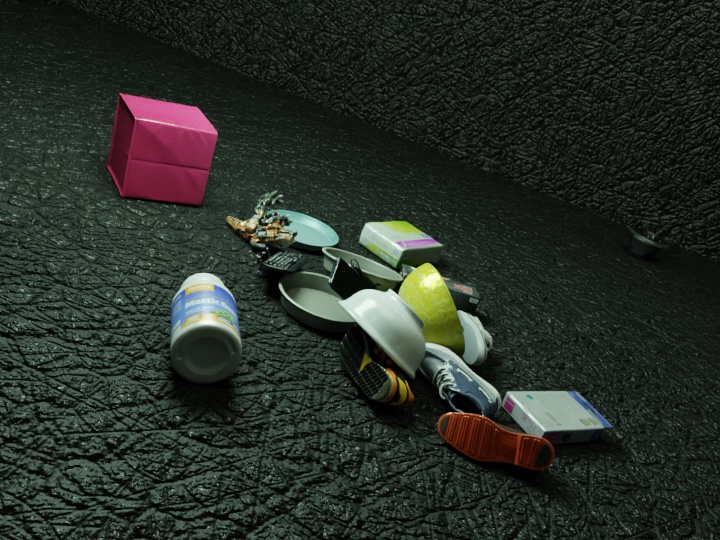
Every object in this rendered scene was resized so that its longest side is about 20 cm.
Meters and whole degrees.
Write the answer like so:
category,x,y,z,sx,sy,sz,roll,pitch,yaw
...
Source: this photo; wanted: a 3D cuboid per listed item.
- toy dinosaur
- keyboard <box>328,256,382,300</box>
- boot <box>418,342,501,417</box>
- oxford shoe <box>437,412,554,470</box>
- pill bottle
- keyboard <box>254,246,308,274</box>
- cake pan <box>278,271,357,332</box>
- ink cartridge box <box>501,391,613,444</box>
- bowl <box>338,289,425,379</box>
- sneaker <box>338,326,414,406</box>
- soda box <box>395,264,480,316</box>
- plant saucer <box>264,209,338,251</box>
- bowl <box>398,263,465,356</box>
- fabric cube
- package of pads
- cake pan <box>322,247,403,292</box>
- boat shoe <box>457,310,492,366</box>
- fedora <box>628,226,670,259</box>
category,x,y,z,sx,sy,sz,roll,pitch,yaw
toy dinosaur,-0.232,-0.110,1.674,0.198,0.103,0.136,26,56,11
keyboard,0.005,0.057,1.469,0.200,0.039,0.105,44,44,-25
boot,0.167,0.206,1.326,0.199,0.073,0.090,31,18,23
oxford shoe,0.225,0.292,1.216,0.198,0.072,0.073,19,-7,3
pill bottle,-0.257,0.085,1.175,0.111,0.113,0.200,12,24,-21
keyboard,-0.175,-0.030,1.537,0.103,0.040,0.200,6,8,3
cake pan,-0.080,0.066,1.479,0.198,0.037,0.201,19,22,-8
ink cartridge box,0.385,0.284,1.387,0.198,0.042,0.119,3,27,-32
bowl,0.057,0.100,1.327,0.201,0.090,0.201,45,-4,4
sneaker,0.029,0.181,1.292,0.090,0.070,0.200,30,11,-34
soda box,0.184,0.053,1.716,0.198,0.064,0.071,18,22,-9
plant saucer,-0.153,-0.099,1.814,0.198,0.028,0.201,19,22,-8
bowl,0.123,0.097,1.448,0.106,0.202,0.201,-20,33,-8
fabric cube,-0.487,-0.293,1.736,0.197,0.202,0.196,3,28,-33
package of pads,0.109,-0.074,1.938,0.154,0.069,0.199,36,25,31
cake pan,0.000,0.000,1.637,0.198,0.037,0.200,21,9,-3
boat shoe,0.255,0.150,1.552,0.069,0.072,0.200,14,16,-10
fedora,1.177,-0.104,2.938,0.198,0.093,0.201,18,22,-7
